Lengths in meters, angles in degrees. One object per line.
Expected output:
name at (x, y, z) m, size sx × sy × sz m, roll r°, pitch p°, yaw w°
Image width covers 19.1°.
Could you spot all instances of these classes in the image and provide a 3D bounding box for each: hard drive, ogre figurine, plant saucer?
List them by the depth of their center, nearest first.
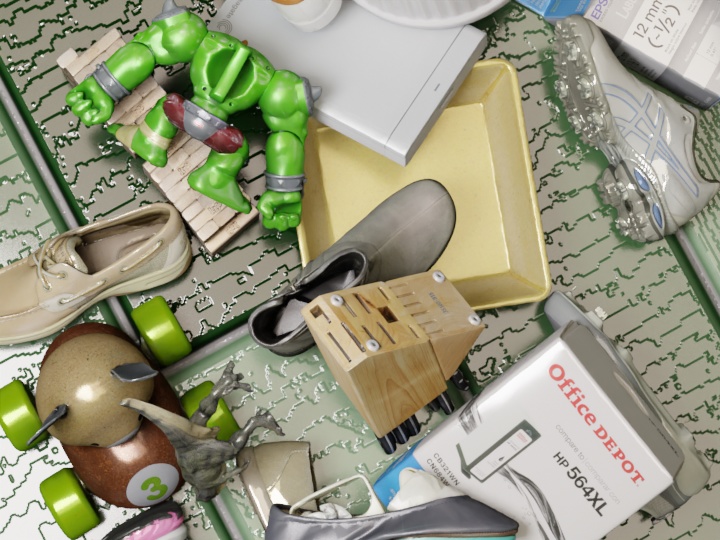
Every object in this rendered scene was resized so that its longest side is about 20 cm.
ogre figurine at (-0.115, -0.125, 1.673) m, size 0.199 × 0.098 × 0.120 m, roll 33°, pitch 100°, yaw 11°
hard drive at (-0.016, -0.183, 1.737) m, size 0.199 × 0.027 × 0.132 m, roll 29°, pitch 69°, yaw 14°
plant saucer at (0.043, -0.059, 1.755) m, size 0.198 × 0.048 × 0.202 m, roll -9°, pitch 86°, yaw -3°

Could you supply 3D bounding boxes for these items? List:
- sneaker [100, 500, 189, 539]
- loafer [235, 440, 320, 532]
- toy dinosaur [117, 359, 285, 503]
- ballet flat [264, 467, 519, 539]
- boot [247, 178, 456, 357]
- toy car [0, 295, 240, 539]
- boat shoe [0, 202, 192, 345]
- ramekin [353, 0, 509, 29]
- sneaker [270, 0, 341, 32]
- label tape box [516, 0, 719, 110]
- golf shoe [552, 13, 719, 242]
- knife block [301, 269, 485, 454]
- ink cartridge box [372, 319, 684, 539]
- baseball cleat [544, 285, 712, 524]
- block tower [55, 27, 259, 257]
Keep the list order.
sneaker at (-0.214, 0.269, 1.702) m, size 0.199 × 0.080 × 0.087 m, roll -28°, pitch 97°, yaw 1°
loafer at (-0.033, 0.223, 1.713) m, size 0.068 × 0.076 × 0.201 m, roll -26°, pitch 86°, yaw 1°
toy dinosaur at (-0.113, 0.122, 1.632) m, size 0.088 × 0.200 × 0.048 m, roll -37°, pitch 59°, yaw -6°
ballet flat at (0.020, 0.188, 1.643) m, size 0.198 × 0.073 × 0.074 m, roll -9°, pitch 85°, yaw 8°
boot at (0.000, 0.000, 1.658) m, size 0.200 × 0.131 × 0.068 m, roll -40°, pitch 88°, yaw -5°
toy car at (-0.194, 0.110, 1.652) m, size 0.164 × 0.200 × 0.158 m, roll -31°, pitch 87°, yaw -5°
boat shoe at (-0.234, -0.002, 1.716) m, size 0.199 × 0.065 × 0.072 m, roll -19°, pitch 57°, yaw -5°
ramekin at (0.052, -0.297, 1.689) m, size 0.201 × 0.094 × 0.204 m, roll -1°, pitch 85°, yaw 9°
sneaker at (-0.090, -0.280, 1.717) m, size 0.073 × 0.085 × 0.200 m, roll -45°, pitch 58°, yaw 5°
label tape box at (0.240, -0.246, 1.773) m, size 0.199 × 0.066 × 0.144 m, roll 30°, pitch 84°, yaw -2°
golf shoe at (0.226, -0.127, 1.755) m, size 0.097 × 0.078 × 0.201 m, roll -27°, pitch 104°, yaw -12°
knife block at (0.010, 0.086, 1.666) m, size 0.064 × 0.199 × 0.176 m, roll 50°, pitch 128°, yaw 24°
ink cartridge box at (0.133, 0.159, 1.691) m, size 0.200 × 0.084 × 0.146 m, roll -40°, pitch 86°, yaw 17°
baseball cleat at (0.195, 0.115, 1.737) m, size 0.106 × 0.070 × 0.200 m, roll -39°, pitch 84°, yaw 1°
block tower at (-0.164, -0.108, 1.746) m, size 0.058 × 0.054 × 0.200 m, roll -40°, pitch 88°, yaw -6°
